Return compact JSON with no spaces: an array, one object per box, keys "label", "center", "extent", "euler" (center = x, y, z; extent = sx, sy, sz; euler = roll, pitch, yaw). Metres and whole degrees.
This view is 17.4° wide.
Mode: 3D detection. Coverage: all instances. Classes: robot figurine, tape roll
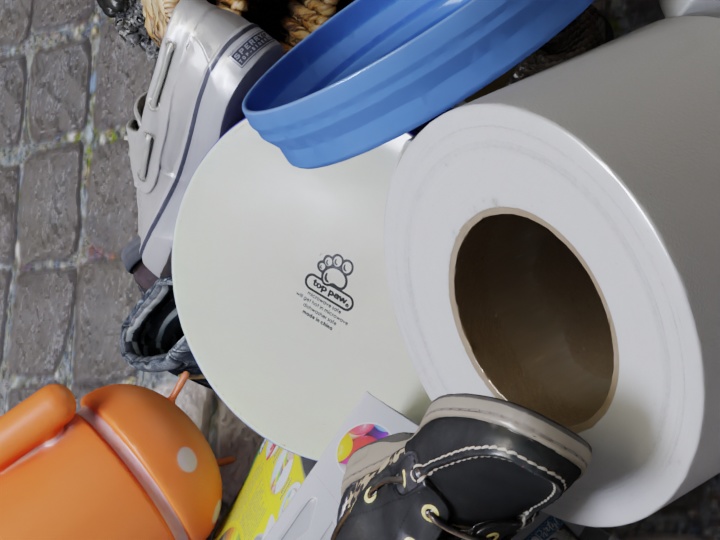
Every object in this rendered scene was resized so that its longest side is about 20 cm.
[{"label":"robot figurine","center":[-0.165,0.144,1.384],"extent":[0.144,0.200,0.117],"euler":[52,165,4]},{"label":"tape roll","center":[0.125,-0.001,1.081],"extent":[0.202,0.139,0.204],"euler":[30,133,39]}]

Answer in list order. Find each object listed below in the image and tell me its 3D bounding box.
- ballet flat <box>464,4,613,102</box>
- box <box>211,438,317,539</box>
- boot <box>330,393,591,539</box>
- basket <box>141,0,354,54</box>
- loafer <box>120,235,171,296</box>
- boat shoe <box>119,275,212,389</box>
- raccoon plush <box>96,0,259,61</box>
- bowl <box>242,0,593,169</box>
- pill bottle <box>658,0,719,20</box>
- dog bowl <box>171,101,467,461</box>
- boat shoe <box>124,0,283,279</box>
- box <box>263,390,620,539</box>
[{"label":"ballet flat","center":[0.053,-0.083,1.290],"extent":[0.200,0.046,0.068],"euler":[-37,52,28]},{"label":"box","center":[-0.039,0.158,1.327],"extent":[0.118,0.048,0.200],"euler":[-62,21,22]},{"label":"boot","center":[0.023,0.141,1.042],"extent":[0.200,0.073,0.151],"euler":[-27,37,61]},{"label":"basket","center":[-0.037,-0.198,1.338],"extent":[0.201,0.142,0.149],"euler":[-70,24,8]},{"label":"loafer","center":[-0.074,-0.022,1.442],"extent":[0.200,0.072,0.063],"euler":[-31,79,48]},{"label":"boat shoe","center":[-0.054,0.021,1.379],"extent":[0.200,0.090,0.071],"euler":[-32,59,41]},{"label":"raccoon plush","center":[-0.098,-0.227,1.489],"extent":[0.133,0.096,0.202],"euler":[-24,64,36]},{"label":"bowl","center":[0.036,-0.116,1.132],"extent":[0.200,0.201,0.040],"euler":[-18,111,46]},{"label":"pill bottle","center":[0.164,-0.207,1.157],"extent":[0.112,0.112,0.201],"euler":[-38,56,38]},{"label":"dog bowl","center":[0.000,0.000,1.267],"extent":[0.199,0.079,0.202],"euler":[7,105,26]},{"label":"boat shoe","center":[-0.100,-0.074,1.320],"extent":[0.066,0.072,0.200],"euler":[38,146,11]},{"label":"box","center":[0.042,0.172,1.144],"extent":[0.199,0.041,0.156],"euler":[28,74,25]}]
